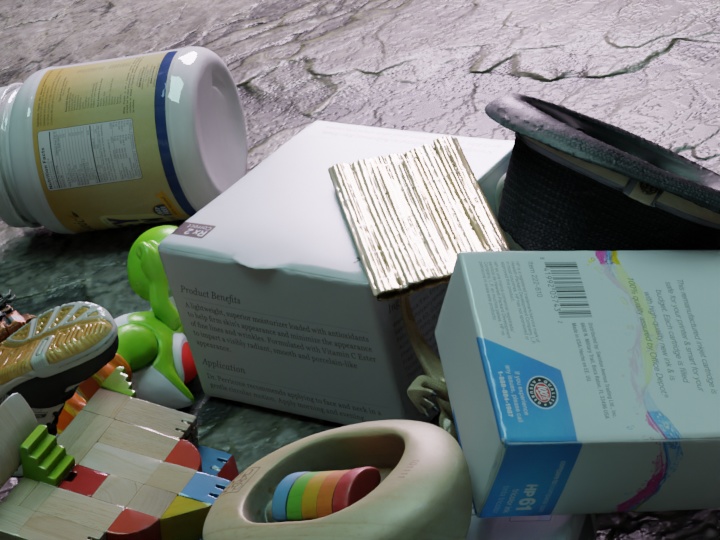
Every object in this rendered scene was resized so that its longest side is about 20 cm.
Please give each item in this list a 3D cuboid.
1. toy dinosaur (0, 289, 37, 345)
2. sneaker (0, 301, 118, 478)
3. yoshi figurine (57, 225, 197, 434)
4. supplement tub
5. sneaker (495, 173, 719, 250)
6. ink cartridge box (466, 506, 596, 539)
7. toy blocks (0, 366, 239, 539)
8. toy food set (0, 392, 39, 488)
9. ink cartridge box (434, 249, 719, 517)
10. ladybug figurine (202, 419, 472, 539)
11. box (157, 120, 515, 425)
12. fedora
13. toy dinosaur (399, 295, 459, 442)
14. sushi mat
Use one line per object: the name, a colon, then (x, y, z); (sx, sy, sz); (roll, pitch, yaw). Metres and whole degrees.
toy dinosaur: (-0.311, 0.056, 1.680); (0.199, 0.103, 0.136); (0, 41, -16)
sneaker: (-0.229, 0.093, 1.519); (0.199, 0.088, 0.076); (-28, 19, 30)
yoshi figurine: (-0.165, 0.035, 1.622); (0.112, 0.113, 0.200); (-2, 27, 38)
supplement tub: (-0.209, -0.107, 1.861); (0.199, 0.145, 0.145); (-6, 29, 17)
sneaker: (0.191, -0.014, 1.500); (0.111, 0.077, 0.200); (-32, 61, -33)
ink cartridge box: (0.028, 0.190, 1.297); (0.199, 0.048, 0.160); (-3, 30, 20)
toy blocks: (-0.144, 0.155, 1.414); (0.136, 0.100, 0.200); (14, 38, 19)
toy food set: (-0.301, 0.168, 1.412); (0.200, 0.060, 0.144); (-40, 9, 38)
ink cartridge box: (0.158, 0.066, 1.312); (0.199, 0.085, 0.145); (-1, 50, -12)
ladybug figurine: (-0.011, 0.150, 1.301); (0.199, 0.072, 0.136); (-7, 31, 47)
box: (0.000, 0.000, 1.570); (0.198, 0.131, 0.200); (9, 37, 38)
fedora: (0.159, -0.038, 1.399); (0.200, 0.092, 0.201); (23, 11, -5)
toy dinosaur: (0.064, 0.090, 1.394); (0.200, 0.058, 0.101); (43, 33, 20)
sushi mat: (0.038, -0.038, 1.468); (0.095, 0.012, 0.200); (-16, 28, -2)
